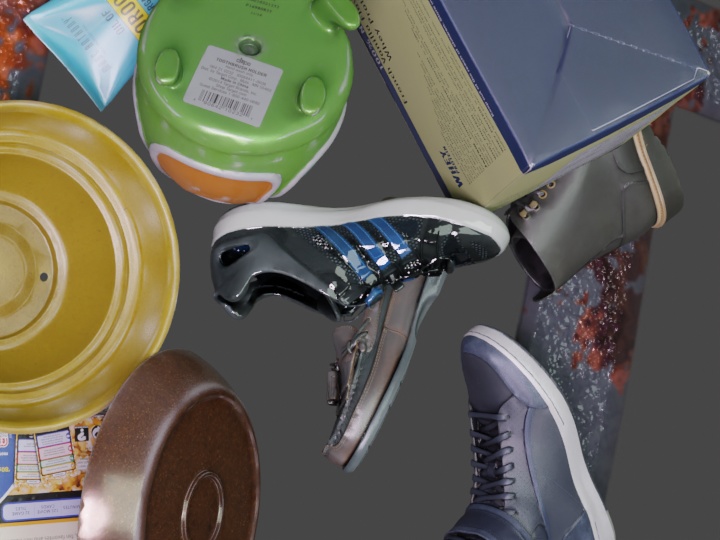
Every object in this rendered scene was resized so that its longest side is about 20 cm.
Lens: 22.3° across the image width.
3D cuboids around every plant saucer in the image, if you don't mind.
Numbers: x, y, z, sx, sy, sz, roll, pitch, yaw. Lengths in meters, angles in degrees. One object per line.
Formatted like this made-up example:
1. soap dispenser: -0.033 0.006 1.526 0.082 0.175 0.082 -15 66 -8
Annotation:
1. plant saucer: -0.111 0.150 1.143 0.200 0.034 0.201 4 90 -68

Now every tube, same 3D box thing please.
1. tube: -0.126 -0.199 1.210 0.200 0.050 0.077 -45 104 -16

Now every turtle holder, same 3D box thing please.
1. turtle holder: -0.081 -0.128 1.180 0.141 0.132 0.186 -6 57 -16

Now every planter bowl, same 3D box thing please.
1. planter bowl: -0.219 -0.001 1.127 0.200 0.083 0.201 2 87 -28

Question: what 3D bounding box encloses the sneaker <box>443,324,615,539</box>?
1. sneaker: 0.089 0.154 1.291 0.146 0.077 0.203 -32 104 -28

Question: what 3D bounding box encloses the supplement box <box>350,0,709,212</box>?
1. supplement box: 0.098 -0.160 1.200 0.134 0.200 0.200 -26 85 -12

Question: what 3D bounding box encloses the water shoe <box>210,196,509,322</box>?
1. water shoe: 0.000 0.000 1.215 0.199 0.072 0.079 -1 65 5

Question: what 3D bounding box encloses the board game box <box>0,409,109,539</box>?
1. board game box: -0.201 0.191 1.151 0.151 0.046 0.201 0 88 -28

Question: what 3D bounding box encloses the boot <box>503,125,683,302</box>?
1. boot: 0.142 -0.090 1.333 0.138 0.077 0.200 -36 103 -19

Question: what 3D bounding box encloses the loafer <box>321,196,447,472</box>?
1. loafer: 0.008 0.041 1.266 0.063 0.072 0.200 26 68 -5
